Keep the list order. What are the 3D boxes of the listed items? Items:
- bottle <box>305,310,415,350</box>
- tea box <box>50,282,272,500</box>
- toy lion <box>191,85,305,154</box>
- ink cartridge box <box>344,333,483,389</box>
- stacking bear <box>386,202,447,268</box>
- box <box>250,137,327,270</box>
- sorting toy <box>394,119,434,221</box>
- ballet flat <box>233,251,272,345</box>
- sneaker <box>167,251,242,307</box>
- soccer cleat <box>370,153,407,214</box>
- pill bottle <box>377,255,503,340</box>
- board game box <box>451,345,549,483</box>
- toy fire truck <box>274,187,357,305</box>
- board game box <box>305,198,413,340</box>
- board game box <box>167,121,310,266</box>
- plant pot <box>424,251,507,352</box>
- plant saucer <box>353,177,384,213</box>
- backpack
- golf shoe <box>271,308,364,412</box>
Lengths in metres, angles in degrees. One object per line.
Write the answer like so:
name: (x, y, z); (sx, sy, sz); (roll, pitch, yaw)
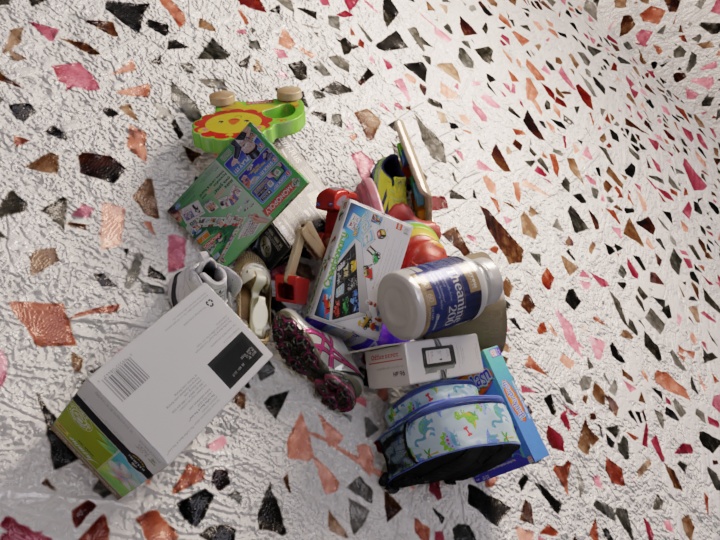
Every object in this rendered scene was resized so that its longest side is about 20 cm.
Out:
bottle: (0.004, 0.103, 1.135); (0.199, 0.083, 0.066); (28, 49, -21)
tea box: (-0.251, 0.154, 0.827); (0.134, 0.197, 0.200); (47, 44, -3)
toy lion: (-0.194, -0.259, 1.150); (0.198, 0.069, 0.192); (-6, 35, -7)
ink cartridge box: (0.087, 0.151, 1.066); (0.199, 0.116, 0.069); (-2, 78, -34)
stacking bear: (0.106, -0.034, 1.216); (0.121, 0.114, 0.200); (30, 12, -18)
box: (-0.150, -0.128, 1.165); (0.201, 0.086, 0.164); (52, 45, 3)
sorting toy: (0.111, -0.192, 1.374); (0.036, 0.200, 0.187); (-20, 69, 4)
ballet flat: (-0.167, 0.045, 1.054); (0.070, 0.065, 0.202); (10, 56, -28)
sneaker: (-0.216, 0.072, 0.965); (0.075, 0.115, 0.201); (-15, 72, -41)
soccer cleat: (0.070, -0.150, 1.348); (0.064, 0.084, 0.202); (6, 59, -34)
pill bottle: (0.135, 0.038, 1.064); (0.199, 0.111, 0.112); (-14, 71, -33)
board game box: (0.223, 0.256, 1.153); (0.045, 0.152, 0.201); (-8, 67, -39)
toy fire truck: (-0.071, -0.044, 1.090); (0.140, 0.048, 0.202); (6, 90, -52)
board game box: (0.000, 0.000, 1.069); (0.125, 0.035, 0.202); (21, 82, -22)
board game box: (-0.198, -0.119, 1.061); (0.135, 0.200, 0.029); (46, 8, -4)
plant pot: (0.178, 0.073, 1.233); (0.133, 0.201, 0.202); (-7, 63, -8)
plant saucer: (0.017, -0.067, 1.204); (0.050, 0.201, 0.202); (-13, 66, -5)
backpack: (0.141, 0.258, 1.054); (0.182, 0.200, 0.148); (5, 60, -34)
golf shoe: (-0.068, 0.134, 1.067); (0.201, 0.072, 0.092); (53, 36, -16)
